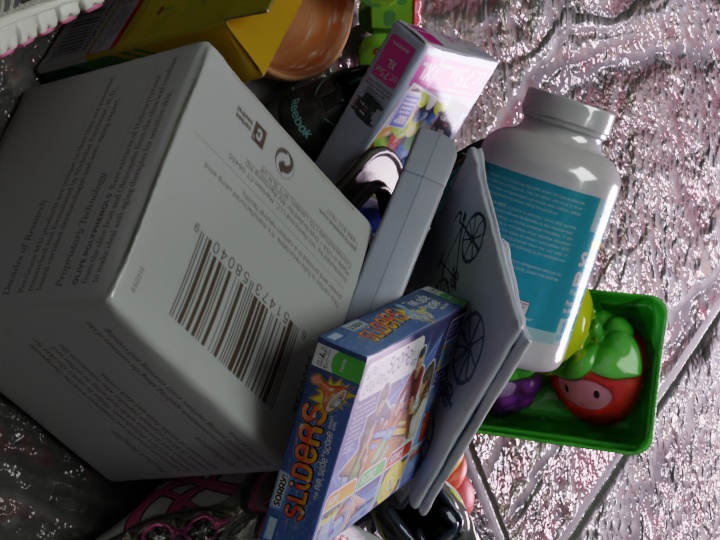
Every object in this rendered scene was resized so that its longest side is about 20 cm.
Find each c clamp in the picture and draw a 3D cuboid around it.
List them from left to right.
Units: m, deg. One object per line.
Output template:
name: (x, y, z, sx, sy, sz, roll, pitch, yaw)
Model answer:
c clamp: (0.000, 0.000, 1.279, 0.200, 0.027, 0.172, -44, 141, -43)

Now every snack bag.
snack bag: (0.064, 0.041, 1.209, 0.021, 0.189, 0.200, 12, 38, -17)

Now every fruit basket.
fruit basket: (0.153, 0.066, 1.424, 0.215, 0.215, 0.156, 18, 78, -52)

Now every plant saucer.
plant saucer: (-0.076, -0.245, 1.326, 0.200, 0.037, 0.201, 16, 70, -53)

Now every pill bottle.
pill bottle: (0.129, -0.033, 1.278, 0.111, 0.111, 0.201, 7, 103, -54)

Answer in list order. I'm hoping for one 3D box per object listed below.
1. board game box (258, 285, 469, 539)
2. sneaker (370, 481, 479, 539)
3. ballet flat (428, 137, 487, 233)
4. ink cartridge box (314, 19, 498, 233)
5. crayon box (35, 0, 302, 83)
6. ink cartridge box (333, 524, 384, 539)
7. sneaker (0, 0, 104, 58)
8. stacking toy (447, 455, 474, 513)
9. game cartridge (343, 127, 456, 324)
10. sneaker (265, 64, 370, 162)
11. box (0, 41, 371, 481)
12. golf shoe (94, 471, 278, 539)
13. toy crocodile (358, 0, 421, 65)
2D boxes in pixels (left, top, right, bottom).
board game box: (0.007, 0.091, 1.084, 0.200, 0.034, 0.136, -20, 129, -68)
sneaker: (0.047, 0.193, 1.311, 0.074, 0.081, 0.200, -40, 138, -1)
ballet flat: (0.074, -0.048, 1.401, 0.068, 0.200, 0.069, 18, 38, -16)
ink cartridge box: (0.020, -0.094, 1.324, 0.119, 0.042, 0.200, 2, 126, -58)
crayon box: (-0.107, -0.174, 1.127, 0.051, 0.199, 0.127, 53, 45, -34)
ink cartridge box: (-0.042, 0.283, 1.227, 0.146, 0.083, 0.201, 34, 57, -46)
sneaker: (-0.216, -0.201, 1.087, 0.200, 0.073, 0.088, -42, 123, -44)
stacking toy: (0.055, 0.135, 1.379, 0.201, 0.085, 0.086, 73, 33, -42)
game cartridge: (0.016, 0.005, 1.193, 0.133, 0.041, 0.201, 98, 13, -73)
sneaker: (0.006, -0.126, 1.371, 0.200, 0.079, 0.076, -19, 82, -56)
box: (-0.130, 0.002, 1.084, 0.199, 0.171, 0.201, 47, 47, -39)
golf shoe: (-0.109, 0.168, 1.151, 0.199, 0.092, 0.073, -23, 117, -24)
toy crocodile: (0.027, -0.226, 1.400, 0.200, 0.061, 0.068, 86, 3, -51)
